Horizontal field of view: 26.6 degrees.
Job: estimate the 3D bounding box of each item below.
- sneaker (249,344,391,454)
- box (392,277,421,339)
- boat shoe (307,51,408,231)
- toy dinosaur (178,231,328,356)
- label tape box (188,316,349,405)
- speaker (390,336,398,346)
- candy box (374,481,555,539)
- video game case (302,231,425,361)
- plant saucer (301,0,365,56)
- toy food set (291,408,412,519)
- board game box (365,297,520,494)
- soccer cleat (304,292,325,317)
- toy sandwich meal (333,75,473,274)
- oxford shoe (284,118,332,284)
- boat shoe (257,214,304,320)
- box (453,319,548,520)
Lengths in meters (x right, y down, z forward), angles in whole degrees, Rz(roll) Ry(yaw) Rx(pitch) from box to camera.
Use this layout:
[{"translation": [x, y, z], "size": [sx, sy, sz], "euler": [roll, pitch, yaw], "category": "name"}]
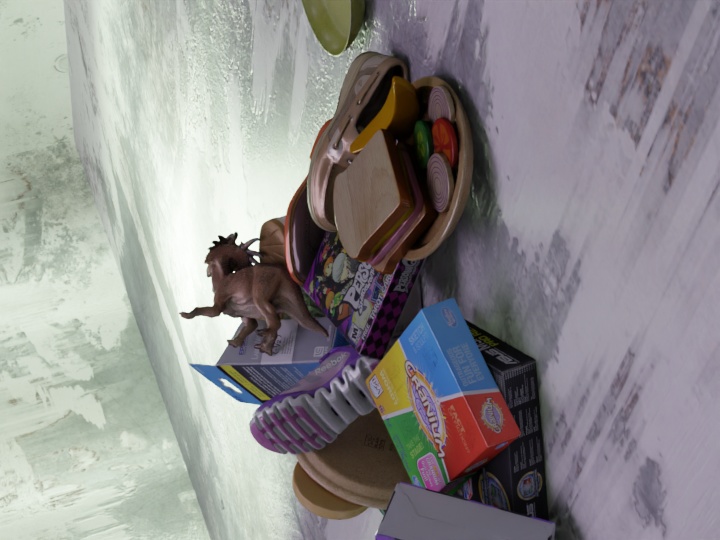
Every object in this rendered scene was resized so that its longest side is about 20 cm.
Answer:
[{"translation": [-0.036, 0.135, 1.732], "size": [0.081, 0.199, 0.089], "euler": [55, -167, -34], "category": "sneaker"}, {"translation": [0.000, 0.000, 1.834], "size": [0.200, 0.077, 0.096], "euler": [-133, 33, -59], "category": "box"}, {"translation": [-0.002, -0.136, 1.640], "size": [0.064, 0.071, 0.202], "euler": [24, 100, 56], "category": "boat shoe"}, {"translation": [-0.125, 0.018, 1.809], "size": [0.136, 0.198, 0.086], "euler": [-70, -27, -20], "category": "toy dinosaur"}, {"translation": [-0.090, 0.115, 1.884], "size": [0.143, 0.198, 0.067], "euler": [46, -131, -54], "category": "label tape box"}, {"translation": [0.061, 0.145, 1.753], "size": [0.200, 0.081, 0.082], "euler": [-127, 27, -51], "category": "speaker"}, {"translation": [0.109, 0.320, 1.553], "size": [0.201, 0.166, 0.072], "euler": [84, -155, -46], "category": "candy box"}, {"translation": [0.015, -0.030, 1.671], "size": [0.201, 0.036, 0.181], "euler": [-67, 29, 15], "category": "video game case"}, {"translation": [-0.035, -0.347, 1.741], "size": [0.200, 0.031, 0.202], "euler": [165, 90, -73], "category": "plant saucer"}, {"translation": [0.012, 0.220, 1.788], "size": [0.201, 0.196, 0.049], "euler": [-102, 25, -55], "category": "toy food set"}, {"translation": [0.079, 0.138, 1.555], "size": [0.154, 0.040, 0.200], "euler": [64, 155, 17], "category": "board game box"}, {"translation": [-0.069, 0.031, 1.956], "size": [0.086, 0.069, 0.202], "euler": [43, 141, 54], "category": "soccer cleat"}, {"translation": [0.040, -0.101, 1.533], "size": [0.205, 0.070, 0.207], "euler": [-19, 69, 61], "category": "toy sandwich meal"}, {"translation": [-0.033, -0.079, 1.769], "size": [0.072, 0.071, 0.202], "euler": [12, 86, 41], "category": "oxford shoe"}, {"translation": [-0.089, 0.010, 1.882], "size": [0.071, 0.069, 0.201], "euler": [45, 142, 27], "category": "boat shoe"}, {"translation": [0.127, 0.161, 1.573], "size": [0.160, 0.044, 0.202], "euler": [32, 135, 56], "category": "box"}]
